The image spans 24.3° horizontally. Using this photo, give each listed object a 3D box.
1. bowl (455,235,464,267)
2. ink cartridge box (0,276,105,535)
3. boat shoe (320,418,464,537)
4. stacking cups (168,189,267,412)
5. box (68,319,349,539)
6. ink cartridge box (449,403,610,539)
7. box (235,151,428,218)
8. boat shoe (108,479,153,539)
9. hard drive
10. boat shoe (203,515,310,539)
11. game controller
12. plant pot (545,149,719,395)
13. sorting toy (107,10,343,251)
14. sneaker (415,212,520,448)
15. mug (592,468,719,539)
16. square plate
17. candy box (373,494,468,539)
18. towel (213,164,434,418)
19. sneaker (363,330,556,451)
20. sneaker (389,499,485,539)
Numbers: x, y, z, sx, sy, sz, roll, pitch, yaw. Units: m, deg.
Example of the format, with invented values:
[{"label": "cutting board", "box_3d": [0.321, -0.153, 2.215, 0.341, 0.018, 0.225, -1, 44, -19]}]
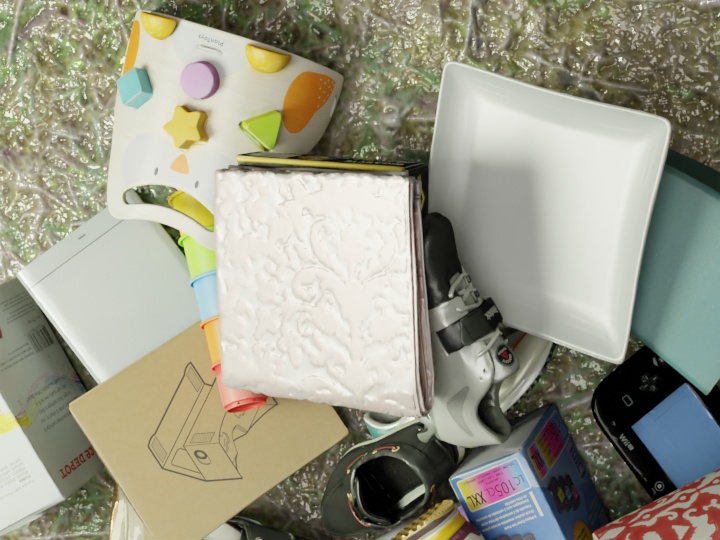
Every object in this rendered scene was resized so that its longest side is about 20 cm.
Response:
[{"label": "bowl", "box_3d": [0.000, 0.000, 1.458, 0.200, 0.090, 0.202, 3, 102, 13]}, {"label": "ink cartridge box", "box_3d": [-0.346, 0.136, 1.539, 0.144, 0.145, 0.201, -29, 92, 17]}, {"label": "boat shoe", "box_3d": [0.014, 0.190, 1.465, 0.074, 0.063, 0.201, 48, 140, -1]}, {"label": "stacking cups", "box_3d": [-0.117, 0.023, 1.475, 0.060, 0.060, 0.201, -20, 77, 16]}, {"label": "box", "box_3d": [-0.133, 0.135, 1.489, 0.200, 0.021, 0.164, -33, 87, -16]}, {"label": "ink cartridge box", "box_3d": [0.165, 0.233, 1.438, 0.076, 0.136, 0.201, -23, 95, 22]}, {"label": "box", "box_3d": [-0.024, 0.007, 1.377, 0.159, 0.049, 0.201, 6, 103, 25]}, {"label": "boat shoe", "box_3d": [-0.194, 0.192, 1.558, 0.069, 0.074, 0.201, 6, 100, -3]}, {"label": "hard drive", "box_3d": [-0.199, 0.044, 1.516, 0.132, 0.027, 0.200, -37, 91, -16]}, {"label": "boat shoe", "box_3d": [-0.090, 0.262, 1.489, 0.199, 0.068, 0.072, 17, 82, 23]}, {"label": "game controller", "box_3d": [0.285, 0.158, 1.432, 0.104, 0.042, 0.200, -37, 90, -17]}, {"label": "plant pot", "box_3d": [0.250, -0.025, 1.371, 0.200, 0.141, 0.142, 37, 107, 10]}, {"label": "sorting toy", "box_3d": [-0.140, -0.116, 1.446, 0.199, 0.107, 0.181, 17, 92, 10]}, {"label": "sneaker", "box_3d": [0.087, 0.049, 1.331, 0.088, 0.074, 0.201, 7, 118, 31]}, {"label": "mug", "box_3d": [0.308, 0.243, 1.352, 0.199, 0.133, 0.178, -23, 84, 0]}, {"label": "square plate", "box_3d": [0.141, -0.049, 1.326, 0.197, 0.028, 0.201, 19, 112, 28]}, {"label": "candy box", "box_3d": [0.088, 0.320, 1.507, 0.167, 0.072, 0.201, -31, 92, 17]}, {"label": "towel", "box_3d": [-0.032, 0.013, 1.328, 0.199, 0.032, 0.192, 6, 103, 35]}, {"label": "sneaker", "box_3d": [0.085, 0.098, 1.465, 0.093, 0.070, 0.200, 43, 110, -2]}, {"label": "sneaker", "box_3d": [0.027, 0.281, 1.393, 0.200, 0.075, 0.090, -41, 84, 24]}]
